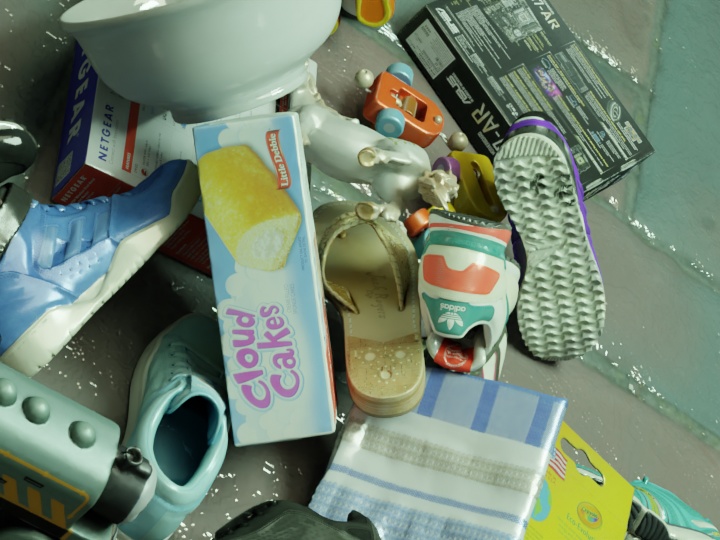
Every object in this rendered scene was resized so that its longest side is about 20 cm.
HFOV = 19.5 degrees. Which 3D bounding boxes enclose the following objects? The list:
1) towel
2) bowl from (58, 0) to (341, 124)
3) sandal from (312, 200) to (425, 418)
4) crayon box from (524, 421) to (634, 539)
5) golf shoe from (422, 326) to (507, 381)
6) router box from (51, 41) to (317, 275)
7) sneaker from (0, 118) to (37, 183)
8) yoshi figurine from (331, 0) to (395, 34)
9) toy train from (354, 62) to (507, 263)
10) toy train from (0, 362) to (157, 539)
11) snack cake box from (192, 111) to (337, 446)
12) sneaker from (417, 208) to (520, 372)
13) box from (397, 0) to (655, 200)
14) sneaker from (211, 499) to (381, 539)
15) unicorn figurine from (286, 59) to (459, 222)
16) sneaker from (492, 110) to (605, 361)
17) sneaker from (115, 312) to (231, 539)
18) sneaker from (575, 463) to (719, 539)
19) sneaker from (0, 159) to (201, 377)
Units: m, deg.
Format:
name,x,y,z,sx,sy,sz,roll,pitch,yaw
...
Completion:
name,x,y,z,sx,sy,sz,roll,pitch,yaw
towel,0.038,0.150,1.349,0.146,0.024,0.201,13,60,20
bowl,-0.093,-0.155,1.389,0.201,0.200,0.091,-37,115,-50
sandal,0.006,-0.001,1.417,0.077,0.070,0.213,-9,44,-4
crayon box,0.115,0.203,1.413,0.127,0.051,0.201,44,50,-31
golf shoe,0.062,0.106,1.488,0.089,0.077,0.200,66,31,-23
router box,-0.119,-0.102,1.481,0.178,0.049,0.201,26,46,-26
sneaker,-0.277,-0.023,1.234,0.198,0.076,0.088,-20,79,-19
yoshi figurine,-0.004,-0.285,1.686,0.112,0.112,0.201,28,41,-14
toy train,0.042,-0.059,1.598,0.149,0.056,0.201,28,42,-21
toy train,-0.212,0.101,1.191,0.199,0.114,0.086,32,44,-20
snack cake box,-0.059,0.002,1.343,0.115,0.066,0.202,-106,-172,-85
sneaker,0.067,0.025,1.424,0.070,0.200,0.094,12,78,7
box,0.141,-0.149,1.760,0.201,0.043,0.160,55,40,6
sneaker,-0.070,0.184,1.279,0.198,0.067,0.091,-2,41,-15
unicorn figurine,-0.018,-0.092,1.458,0.199,0.074,0.137,38,24,6
sneaker,0.148,-0.032,1.603,0.100,0.069,0.202,-79,160,-60
sneaker,-0.105,0.091,1.320,0.074,0.082,0.201,35,39,-19
sneaker,0.198,0.189,1.551,0.199,0.078,0.080,29,25,-30
sneaker,-0.190,-0.031,1.319,0.111,0.077,0.200,47,61,-8
